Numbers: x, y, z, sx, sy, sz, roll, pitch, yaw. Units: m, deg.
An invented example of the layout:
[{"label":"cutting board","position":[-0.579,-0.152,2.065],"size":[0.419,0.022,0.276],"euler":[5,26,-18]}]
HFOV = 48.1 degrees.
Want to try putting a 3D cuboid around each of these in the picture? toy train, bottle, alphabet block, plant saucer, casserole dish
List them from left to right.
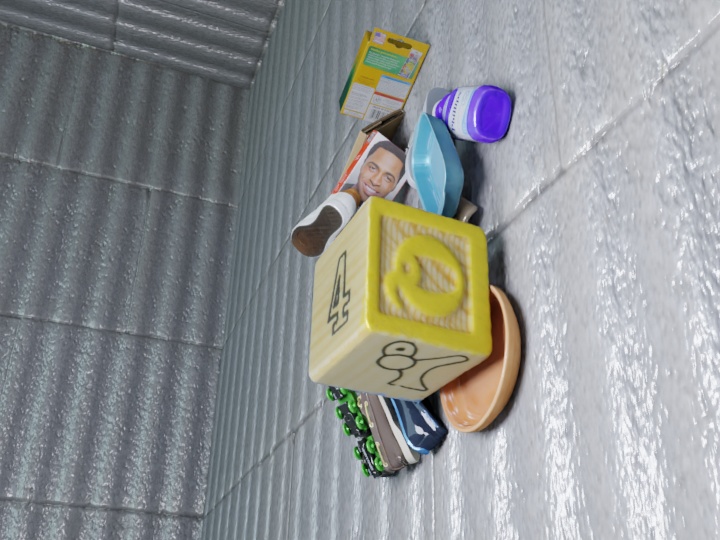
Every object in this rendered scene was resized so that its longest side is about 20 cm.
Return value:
[{"label":"toy train","position":[-0.008,0.240,1.316],"size":[0.041,0.056,0.203],"euler":[-28,83,27]},{"label":"alphabet block","position":[0.051,0.048,1.121],"size":[0.200,0.191,0.201],"euler":[-44,40,53]},{"label":"casserole dish","position":[0.120,-0.158,1.257],"size":[0.202,0.038,0.123],"euler":[-104,18,-45]},{"label":"bottle","position":[0.168,-0.247,1.272],"size":[0.200,0.064,0.086],"euler":[-142,62,-70]},{"label":"plant saucer","position":[0.165,0.121,1.107],"size":[0.200,0.037,0.205],"euler":[-169,89,-73]}]

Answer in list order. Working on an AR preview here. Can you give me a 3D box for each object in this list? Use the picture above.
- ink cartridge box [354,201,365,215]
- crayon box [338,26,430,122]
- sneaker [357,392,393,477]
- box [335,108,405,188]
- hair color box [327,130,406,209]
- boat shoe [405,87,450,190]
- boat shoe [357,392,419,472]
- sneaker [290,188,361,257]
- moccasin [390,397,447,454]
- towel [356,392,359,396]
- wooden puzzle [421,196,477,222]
[{"label":"ink cartridge box","position":[0.000,0.000,1.414],"size":[0.201,0.083,0.147],"euler":[128,151,-50]},{"label":"crayon box","position":[0.046,-0.400,1.647],"size":[0.052,0.123,0.202],"euler":[-97,26,-47]},{"label":"sneaker","position":[0.045,0.249,1.375],"size":[0.090,0.077,0.205],"euler":[-10,-78,-69]},{"label":"box","position":[0.012,-0.226,1.663],"size":[0.163,0.021,0.202],"euler":[-41,-18,-50]},{"label":"hair color box","position":[0.011,-0.154,1.539],"size":[0.202,0.100,0.061],"euler":[-56,12,6]},{"label":"boat shoe","position":[0.112,-0.216,1.412],"size":[0.086,0.073,0.206],"euler":[121,162,-63]},{"label":"boat shoe","position":[0.028,0.219,1.289],"size":[0.203,0.059,0.072],"euler":[65,-163,10]},{"label":"sneaker","position":[-0.057,-0.087,1.474],"size":[0.085,0.073,0.199],"euler":[-45,8,-35]},{"label":"moccasin","position":[0.087,0.188,1.267],"size":[0.068,0.080,0.203],"euler":[-39,54,21]},{"label":"towel","position":[0.003,0.169,1.584],"size":[0.192,0.034,0.205],"euler":[161,119,-70]},{"label":"wooden puzzle","position":[0.127,-0.026,1.311],"size":[0.185,0.045,0.204],"euler":[-130,57,-67]}]
